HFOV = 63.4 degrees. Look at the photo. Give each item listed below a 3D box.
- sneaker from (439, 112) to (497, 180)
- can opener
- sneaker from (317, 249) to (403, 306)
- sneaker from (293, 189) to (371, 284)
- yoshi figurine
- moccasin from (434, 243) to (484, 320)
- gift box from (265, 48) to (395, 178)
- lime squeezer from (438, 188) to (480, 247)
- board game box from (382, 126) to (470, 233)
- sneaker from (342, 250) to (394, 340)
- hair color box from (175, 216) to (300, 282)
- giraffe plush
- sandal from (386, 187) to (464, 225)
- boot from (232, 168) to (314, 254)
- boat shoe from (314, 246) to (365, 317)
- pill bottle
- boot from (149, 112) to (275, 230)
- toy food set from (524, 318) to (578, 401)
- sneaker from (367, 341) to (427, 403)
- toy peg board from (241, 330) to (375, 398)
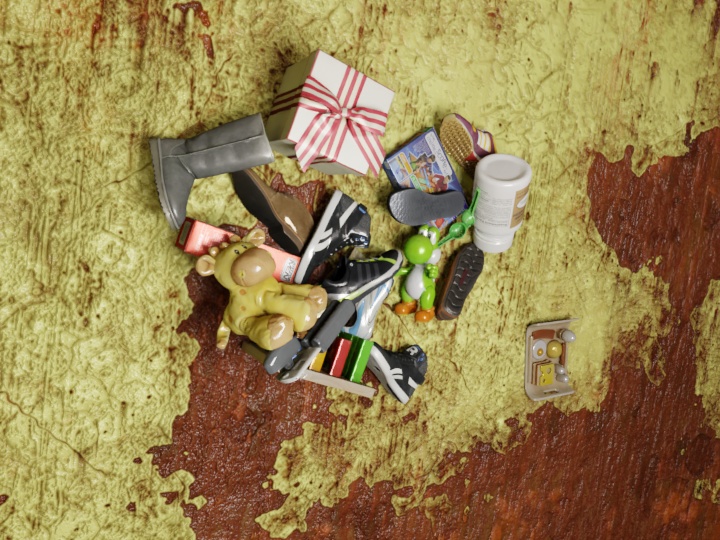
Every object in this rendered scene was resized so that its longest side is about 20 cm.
[{"bbox_3d":[0.238,-0.281,1.261,0.200,0.075,0.090,46,56,-40],"label":"sneaker"},{"bbox_3d":[-0.078,0.109,0.964,0.200,0.053,0.067,-47,119,-42],"label":"can opener"},{"bbox_3d":[0.000,0.000,1.115,0.200,0.072,0.083,-38,107,-28],"label":"sneaker"},{"bbox_3d":[-0.043,-0.048,1.137,0.112,0.073,0.200,26,83,-9],"label":"sneaker"},{"bbox_3d":[0.116,0.005,1.213,0.112,0.112,0.200,5,102,-7],"label":"yoshi figurine"},{"bbox_3d":[0.219,0.025,1.298,0.074,0.078,0.202,28,65,-12],"label":"moccasin"},{"bbox_3d":[-0.057,-0.258,1.050,0.184,0.187,0.200,15,90,-28],"label":"gift box"},{"bbox_3d":[0.211,-0.103,1.253,0.071,0.038,0.200,7,135,-35],"label":"lime squeezer"},{"bbox_3d":[0.142,-0.185,1.247,0.135,0.034,0.200,-37,113,-18],"label":"board game box"},{"bbox_3d":[0.016,0.048,1.201,0.072,0.072,0.200,23,82,-15],"label":"sneaker"},{"bbox_3d":[-0.220,-0.033,1.047,0.200,0.101,0.061,20,89,-27],"label":"hair color box"},{"bbox_3d":[-0.174,0.021,0.959,0.173,0.200,0.162,-53,131,-58],"label":"giraffe plush"},{"bbox_3d":[0.131,-0.134,1.212,0.200,0.043,0.076,-3,107,-37],"label":"sandal"},{"bbox_3d":[-0.161,-0.126,1.092,0.200,0.074,0.075,53,58,-29],"label":"boot"},{"bbox_3d":[-0.063,0.033,1.160,0.200,0.073,0.063,-42,108,-28],"label":"boat shoe"},{"bbox_3d":[0.296,-0.139,1.253,0.114,0.114,0.200,-27,140,-21],"label":"pill bottle"},{"bbox_3d":[-0.244,-0.170,0.989,0.200,0.073,0.182,-10,80,-13],"label":"boot"},{"bbox_3d":[0.490,0.222,1.472,0.143,0.060,0.200,-5,99,-27],"label":"toy food set"},{"bbox_3d":[0.078,0.184,1.232,0.112,0.073,0.200,-47,135,-18],"label":"sneaker"},{"bbox_3d":[-0.090,0.145,1.087,0.199,0.200,0.098,22,83,-28],"label":"toy peg board"}]
